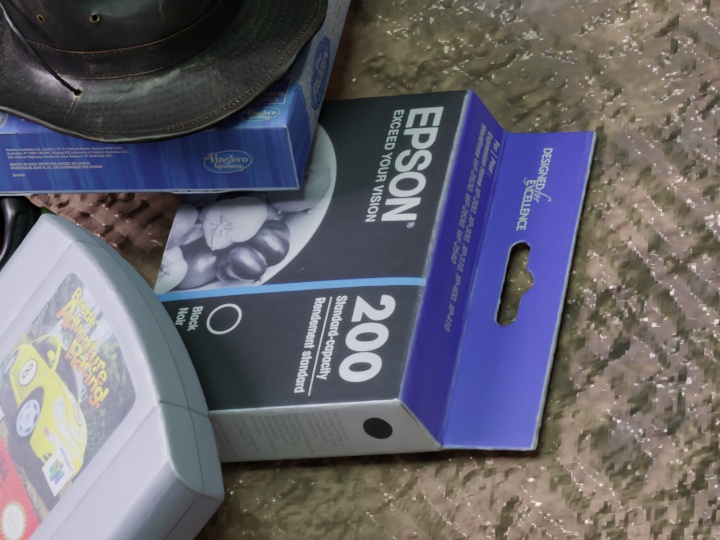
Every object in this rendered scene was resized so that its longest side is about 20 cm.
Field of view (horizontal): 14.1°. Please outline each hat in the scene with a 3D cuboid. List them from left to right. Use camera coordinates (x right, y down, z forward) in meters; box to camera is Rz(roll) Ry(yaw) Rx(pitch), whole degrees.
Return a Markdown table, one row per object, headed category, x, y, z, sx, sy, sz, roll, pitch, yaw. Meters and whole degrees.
| category | x | y | z | sx | sy | sz | roll | pitch | yaw |
| --- | --- | --- | --- | --- | --- | --- | --- | --- | --- |
| hat | -0.117 | -0.148 | 1.407 | 0.200 | 0.081 | 0.201 | -5 | 39 | 4 |

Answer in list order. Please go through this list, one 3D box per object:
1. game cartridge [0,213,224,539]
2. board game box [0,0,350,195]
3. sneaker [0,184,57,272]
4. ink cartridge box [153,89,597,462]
| category | x | y | z | sx | sy | sz | roll | pitch | yaw |
| --- | --- | --- | --- | --- | --- | --- | --- | --- | --- |
| game cartridge | -0.133 | 0.069 | 1.341 | 0.133 | 0.041 | 0.200 | -49 | 44 | 16 |
| board game box | -0.112 | -0.115 | 1.466 | 0.199 | 0.043 | 0.199 | -1 | 39 | 12 |
| sneaker | -0.237 | 0.018 | 1.437 | 0.200 | 0.084 | 0.077 | -31 | 45 | -5 |
| ink cartridge box | 0.000 | 0.000 | 1.381 | 0.199 | 0.043 | 0.199 | -3 | 49 | 20 |
